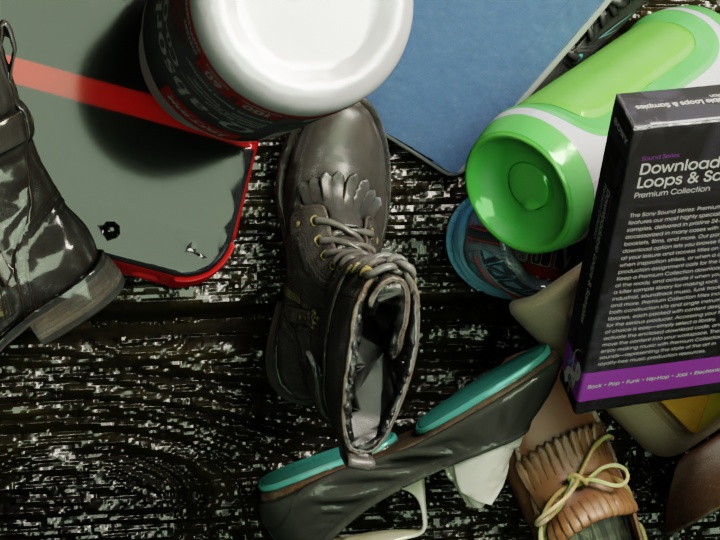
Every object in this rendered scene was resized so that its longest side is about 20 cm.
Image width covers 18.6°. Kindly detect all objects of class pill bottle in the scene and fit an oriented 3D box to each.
[{"bbox_3d":[-0.053,-0.129,1.167,0.115,0.200,0.117,1,87,-16],"label":"pill bottle"}]

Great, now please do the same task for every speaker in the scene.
[{"bbox_3d":[0.145,-0.083,1.260,0.200,0.088,0.089,-35,102,-42],"label":"speaker"}]

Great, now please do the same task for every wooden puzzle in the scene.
[{"bbox_3d":[0.211,0.023,1.268,0.199,0.037,0.185,-32,134,17],"label":"wooden puzzle"}]

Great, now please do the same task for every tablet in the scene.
[{"bbox_3d":[0.055,-0.147,1.244,0.130,0.014,0.200,31,129,-12],"label":"tablet"}]

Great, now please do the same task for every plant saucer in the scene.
[{"bbox_3d":[0.255,0.088,1.285,0.199,0.200,0.037,-30,81,-12],"label":"plant saucer"}]

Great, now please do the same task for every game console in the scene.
[{"bbox_3d":[-0.152,-0.094,1.257,0.198,0.031,0.179,15,83,-15],"label":"game console"}]

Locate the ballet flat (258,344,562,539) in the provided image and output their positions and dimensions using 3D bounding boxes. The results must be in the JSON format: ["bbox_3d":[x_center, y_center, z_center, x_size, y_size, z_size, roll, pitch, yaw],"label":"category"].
[{"bbox_3d":[0.037,0.113,1.276,0.199,0.068,0.069,-26,97,11],"label":"ballet flat"}]

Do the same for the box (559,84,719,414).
[{"bbox_3d":[0.190,-0.013,1.183,0.142,0.036,0.201,-6,133,-15],"label":"box"}]

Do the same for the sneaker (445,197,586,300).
[{"bbox_3d":[0.154,-0.001,1.302,0.198,0.095,0.080,5,91,-15],"label":"sneaker"}]

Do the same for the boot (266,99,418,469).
[{"bbox_3d":[0.000,0.000,1.213,0.069,0.174,0.202,5,92,-14],"label":"boot"}]

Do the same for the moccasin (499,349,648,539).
[{"bbox_3d":[0.130,0.144,1.310,0.073,0.078,0.203,-16,93,-13],"label":"moccasin"}]

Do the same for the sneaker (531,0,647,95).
[{"bbox_3d":[0.130,-0.170,1.300,0.075,0.079,0.200,40,84,-13],"label":"sneaker"}]

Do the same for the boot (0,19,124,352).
[{"bbox_3d":[-0.240,-0.023,1.190,0.199,0.069,0.175,-32,111,-4],"label":"boot"}]
